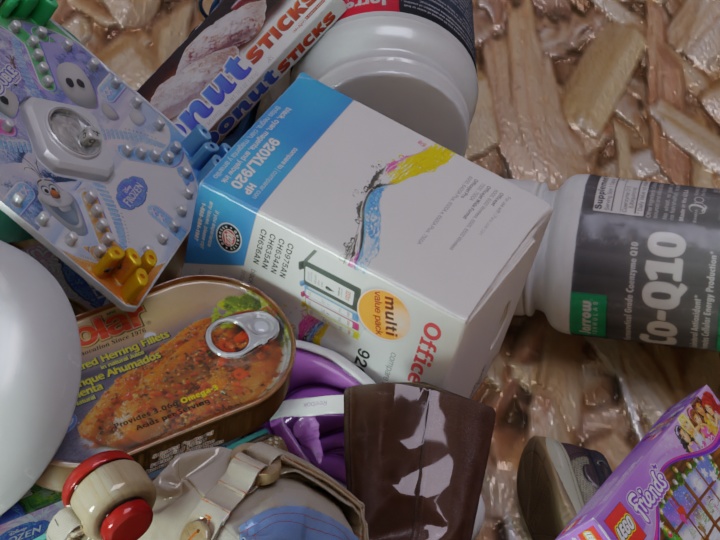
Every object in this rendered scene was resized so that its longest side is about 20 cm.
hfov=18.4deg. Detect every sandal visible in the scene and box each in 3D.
[{"bbox_3d":[-0.009,0.108,1.415,0.202,0.083,0.050,31,14,12],"label":"sandal"}]

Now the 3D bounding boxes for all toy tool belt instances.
[{"bbox_3d":[-0.068,0.165,1.245,0.199,0.125,0.123,19,26,-53],"label":"toy tool belt"}]

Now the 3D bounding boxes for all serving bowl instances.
[{"bbox_3d":[-0.268,0.061,1.323,0.198,0.066,0.202,-8,63,17],"label":"serving bowl"}]

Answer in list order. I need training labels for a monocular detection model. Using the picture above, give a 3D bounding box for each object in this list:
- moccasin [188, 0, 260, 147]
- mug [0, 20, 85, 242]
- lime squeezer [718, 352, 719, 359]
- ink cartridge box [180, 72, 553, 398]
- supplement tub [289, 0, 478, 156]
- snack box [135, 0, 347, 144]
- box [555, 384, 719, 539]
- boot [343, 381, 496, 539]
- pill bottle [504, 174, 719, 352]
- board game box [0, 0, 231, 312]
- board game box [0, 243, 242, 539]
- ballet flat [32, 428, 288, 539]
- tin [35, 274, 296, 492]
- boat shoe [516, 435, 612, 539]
[{"bbox_3d":[-0.100,-0.170,1.678,0.068,0.081,0.201,12,42,1],"label":"moccasin"},{"bbox_3d":[-0.265,-0.122,1.549,0.185,0.115,0.152,40,48,22],"label":"mug"},{"bbox_3d":[0.227,0.025,1.623,0.071,0.038,0.200,-43,66,-9],"label":"lime squeezer"},{"bbox_3d":[0.000,0.000,1.486,0.199,0.148,0.145,27,44,12],"label":"ink cartridge box"},{"bbox_3d":[0.017,-0.164,1.663,0.139,0.141,0.201,9,44,-9],"label":"supplement tub"},{"bbox_3d":[-0.102,-0.140,1.597,0.200,0.024,0.072,-46,60,-1],"label":"snack box"},{"bbox_3d":[0.210,0.173,1.390,0.137,0.039,0.200,53,36,-1],"label":"box"},{"bbox_3d":[0.073,0.162,1.354,0.184,0.064,0.202,9,67,-6],"label":"boot"},{"bbox_3d":[0.191,-0.007,1.558,0.198,0.114,0.114,6,42,11],"label":"pill bottle"},{"bbox_3d":[-0.186,-0.090,1.439,0.200,0.026,0.200,41,32,-8],"label":"board game box"},{"bbox_3d":[-0.209,0.076,1.420,0.198,0.041,0.200,-20,55,-32],"label":"board game box"},{"bbox_3d":[-0.116,0.160,1.352,0.199,0.071,0.066,-25,80,-30],"label":"ballet flat"},{"bbox_3d":[-0.135,0.069,1.380,0.199,0.042,0.112,-20,59,-24],"label":"tin"},{"bbox_3d":[0.155,0.187,1.403,0.064,0.072,0.201,-2,44,-19],"label":"boat shoe"}]
